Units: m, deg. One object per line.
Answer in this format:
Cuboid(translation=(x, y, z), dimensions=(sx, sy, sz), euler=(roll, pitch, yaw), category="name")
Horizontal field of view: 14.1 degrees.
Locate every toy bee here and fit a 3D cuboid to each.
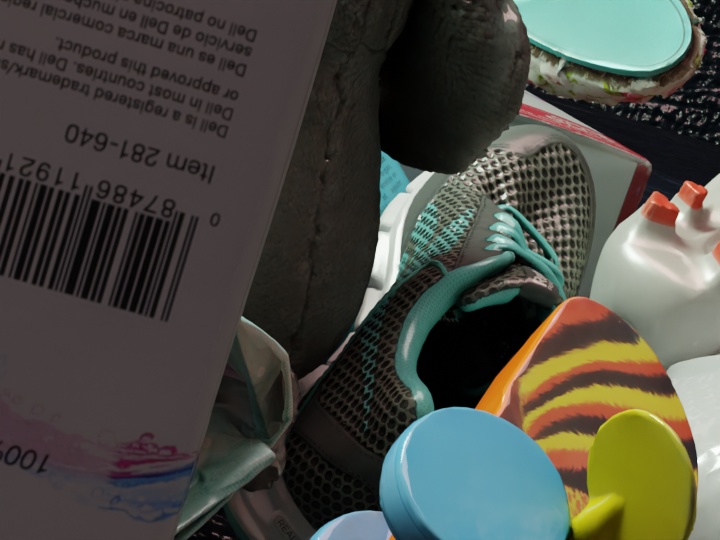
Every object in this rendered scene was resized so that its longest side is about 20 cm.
Cuboid(translation=(0.030, 0.096, 0.707), dimensions=(0.109, 0.200, 0.131), euler=(46, -24, 6), category="toy bee")

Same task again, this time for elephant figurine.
Cuboid(translation=(-0.025, -0.074, 0.844), dimensions=(0.155, 0.200, 0.142), euler=(34, 26, 5), category="elephant figurine")

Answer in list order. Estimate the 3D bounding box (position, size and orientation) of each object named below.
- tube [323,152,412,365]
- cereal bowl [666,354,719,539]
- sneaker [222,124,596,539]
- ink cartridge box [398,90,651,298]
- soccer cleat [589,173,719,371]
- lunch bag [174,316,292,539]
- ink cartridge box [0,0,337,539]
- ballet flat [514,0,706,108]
Cuboid(translation=(0.000, 0.000, 0.973), dimensions=(0.200, 0.077, 0.050), euler=(56, -20, -15), category="tube")
Cuboid(translation=(0.140, 0.066, 0.856), dimensions=(0.200, 0.083, 0.200), euler=(-3, -6, 0), category="cereal bowl")
Cuboid(translation=(0.039, 0.018, 0.902), dimensions=(0.078, 0.091, 0.200), euler=(45, 47, -14), category="sneaker")
Cuboid(translation=(-0.008, -0.014, 1.097), dimensions=(0.145, 0.145, 0.200), euler=(16, 9, -18), category="ink cartridge box")
Cuboid(translation=(0.127, 0.006, 0.973), dimensions=(0.069, 0.078, 0.200), euler=(38, 25, 23), category="soccer cleat")
Cuboid(translation=(-0.136, 0.017, 0.747), dimensions=(0.170, 0.122, 0.200), euler=(23, 16, 35), category="lunch bag")
Cuboid(translation=(-0.104, 0.013, 0.571), dimensions=(0.145, 0.200, 0.084), euler=(16, 6, -9), category="ink cartridge box")
Cuboid(translation=(0.057, -0.113, 1.189), dimensions=(0.200, 0.076, 0.064), euler=(31, -24, 26), category="ballet flat")
